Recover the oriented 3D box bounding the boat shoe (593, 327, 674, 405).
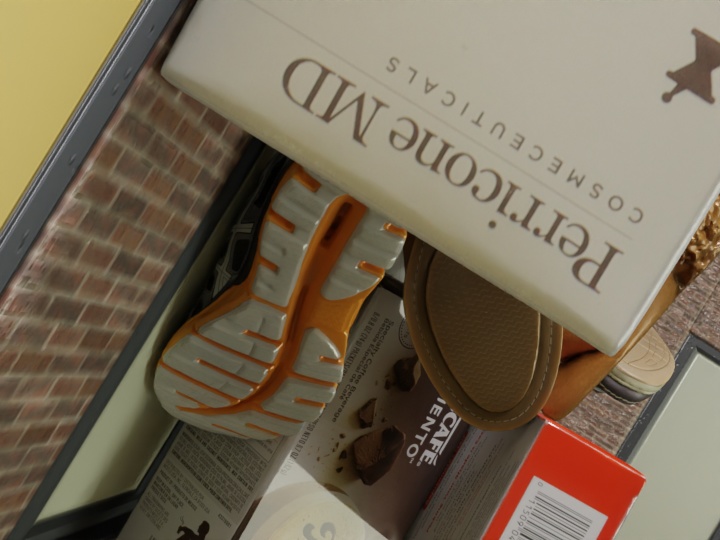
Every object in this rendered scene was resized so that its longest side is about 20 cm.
[{"bbox_3d":[0.176,0.058,1.100,0.065,0.071,0.200,-59,-169,16],"label":"boat shoe"}]

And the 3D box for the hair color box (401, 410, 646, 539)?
[{"bbox_3d":[0.072,0.120,0.782,0.102,0.061,0.200,-61,-172,-1],"label":"hair color box"}]

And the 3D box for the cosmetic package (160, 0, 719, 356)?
[{"bbox_3d":[0.067,-0.103,0.501,0.202,0.164,0.165,-60,173,6],"label":"cosmetic package"}]

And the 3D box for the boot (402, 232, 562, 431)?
[{"bbox_3d":[0.053,-0.030,0.750,0.155,0.073,0.203,-47,125,-83],"label":"boot"}]

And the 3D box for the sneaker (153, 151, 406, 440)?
[{"bbox_3d":[-0.032,0.003,0.684,0.201,0.078,0.078,-53,-158,37],"label":"sneaker"}]

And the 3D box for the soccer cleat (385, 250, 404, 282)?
[{"bbox_3d":[0.000,0.000,0.848,0.201,0.085,0.069,-58,174,-2],"label":"soccer cleat"}]

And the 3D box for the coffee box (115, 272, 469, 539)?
[{"bbox_3d":[-0.026,0.096,0.780,0.113,0.080,0.201,29,93,-43],"label":"coffee box"}]

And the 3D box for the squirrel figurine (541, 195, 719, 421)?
[{"bbox_3d":[0.117,-0.042,0.913,0.200,0.187,0.141,-49,172,26],"label":"squirrel figurine"}]
